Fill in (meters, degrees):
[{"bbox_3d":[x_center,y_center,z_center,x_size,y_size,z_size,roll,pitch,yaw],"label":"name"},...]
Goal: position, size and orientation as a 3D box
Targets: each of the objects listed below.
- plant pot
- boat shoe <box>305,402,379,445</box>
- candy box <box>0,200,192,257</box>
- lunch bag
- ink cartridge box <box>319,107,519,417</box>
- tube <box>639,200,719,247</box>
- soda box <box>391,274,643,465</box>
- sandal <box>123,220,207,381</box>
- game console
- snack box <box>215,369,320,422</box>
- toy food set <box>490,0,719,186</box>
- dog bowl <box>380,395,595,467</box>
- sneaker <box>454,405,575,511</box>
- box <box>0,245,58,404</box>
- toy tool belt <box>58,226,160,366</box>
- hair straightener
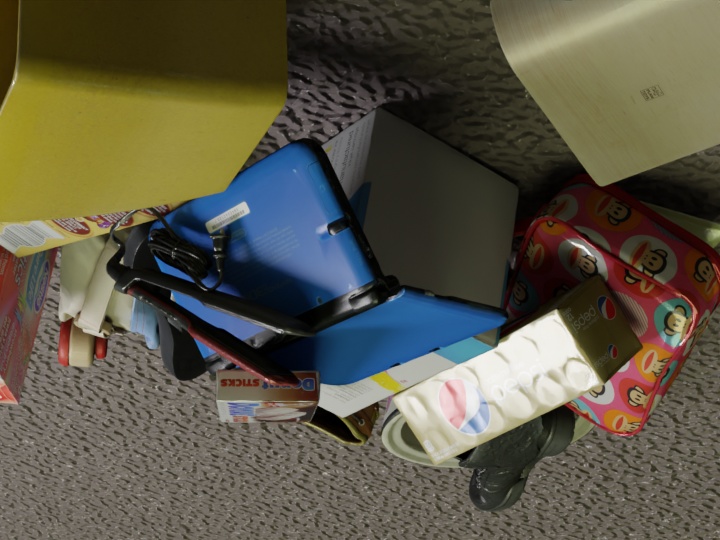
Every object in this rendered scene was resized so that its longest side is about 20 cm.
[{"bbox_3d":[-0.150,-0.149,1.094,0.175,0.201,0.200,7,154,-21],"label":"plant pot"},{"bbox_3d":[-0.064,0.106,1.634,0.199,0.068,0.072,24,149,-23],"label":"boat shoe"},{"bbox_3d":[-0.190,-0.089,1.271,0.199,0.117,0.056,-14,145,36],"label":"candy box"},{"bbox_3d":[0.180,0.024,1.351,0.176,0.082,0.201,33,144,12],"label":"lunch bag"},{"bbox_3d":[0.000,0.000,1.342,0.145,0.148,0.200,27,146,-27],"label":"ink cartridge box"},{"bbox_3d":[0.226,0.008,1.400,0.058,0.052,0.200,-22,157,-27],"label":"tube"},{"bbox_3d":[0.118,0.079,1.319,0.200,0.064,0.068,-32,91,46],"label":"soda box"},{"bbox_3d":[-0.137,0.021,1.386,0.043,0.076,0.201,41,158,33],"label":"sandal"},{"bbox_3d":[-0.026,0.002,1.199,0.118,0.172,0.199,-26,-179,-44],"label":"game console"},{"bbox_3d":[-0.068,0.093,1.253,0.071,0.025,0.200,1,171,-3],"label":"snack box"},{"bbox_3d":[0.191,-0.141,1.143,0.143,0.061,0.200,-19,143,22],"label":"toy food set"},{"bbox_3d":[0.114,0.109,1.548,0.198,0.074,0.200,-4,153,-2],"label":"dog bowl"},{"bbox_3d":[0.112,0.149,1.485,0.103,0.060,0.200,6,146,-24],"label":"sneaker"},{"bbox_3d":[-0.307,-0.005,1.368,0.102,0.201,0.095,3,150,9],"label":"box"},{"bbox_3d":[-0.188,0.010,1.435,0.122,0.125,0.201,6,132,-6],"label":"toy tool belt"},{"bbox_3d":[-0.105,0.006,1.175,0.199,0.077,0.041,29,-169,38],"label":"hair straightener"}]
